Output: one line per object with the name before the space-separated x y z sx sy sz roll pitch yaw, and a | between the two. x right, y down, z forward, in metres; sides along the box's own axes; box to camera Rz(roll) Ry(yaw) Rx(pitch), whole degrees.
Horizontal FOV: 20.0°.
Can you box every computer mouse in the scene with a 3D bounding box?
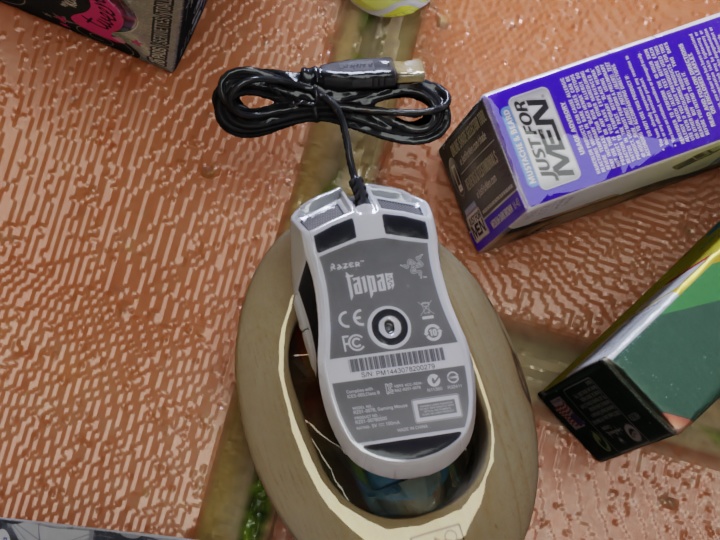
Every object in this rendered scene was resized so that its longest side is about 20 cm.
computer mouse | 0.000 0.000 0.923 0.109 0.044 0.201 -5 73 -14

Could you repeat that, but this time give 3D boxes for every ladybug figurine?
ladybug figurine | 0.010 0.070 0.966 0.135 0.072 0.201 -15 80 -12

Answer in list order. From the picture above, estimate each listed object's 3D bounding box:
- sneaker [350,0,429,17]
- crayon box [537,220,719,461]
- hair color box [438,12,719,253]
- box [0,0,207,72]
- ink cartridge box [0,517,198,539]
sneaker | 0.006 -0.232 1.010 0.075 0.105 0.201 -16 82 -12
crayon box | 0.184 0.003 0.979 0.200 0.127 0.051 -43 88 -13
hair color box | 0.148 -0.076 0.998 0.199 0.109 0.065 -18 83 -11
box | -0.110 -0.194 0.936 0.114 0.200 0.133 22 76 -2
ink cartridge box | -0.087 0.168 0.909 0.199 0.039 0.100 11 76 -33
